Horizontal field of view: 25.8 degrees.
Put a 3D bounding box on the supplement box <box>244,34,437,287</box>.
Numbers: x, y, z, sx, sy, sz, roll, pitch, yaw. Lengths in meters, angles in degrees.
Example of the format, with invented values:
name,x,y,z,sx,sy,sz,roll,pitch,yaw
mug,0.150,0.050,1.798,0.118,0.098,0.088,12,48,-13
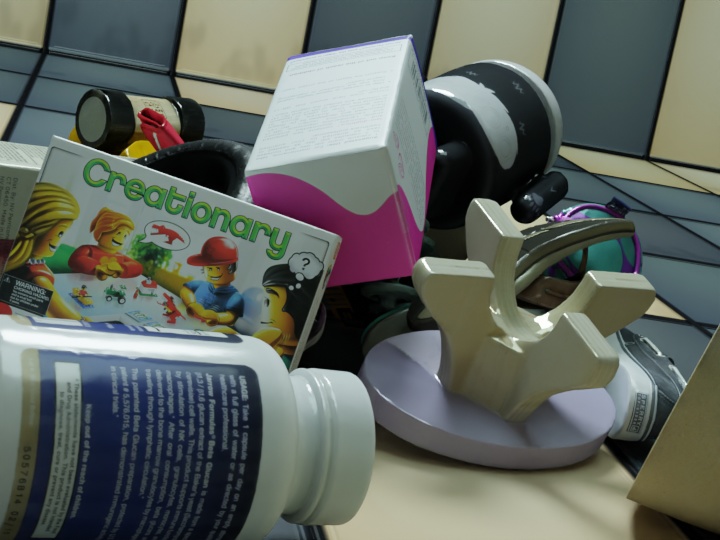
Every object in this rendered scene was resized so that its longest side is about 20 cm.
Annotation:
name,x,y,z,sx,sy,sz,roll,pitch,yaw
supplement box,-0.008,-0.080,1.127,0.103,0.101,0.200,-9,28,11

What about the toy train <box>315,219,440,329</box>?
name,x,y,z,sx,sy,sz,roll,pitch,yaw
toy train,0.000,0.000,1.262,0.114,0.085,0.200,6,-14,10

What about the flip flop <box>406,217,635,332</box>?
name,x,y,z,sx,sy,sz,roll,pitch,yaw
flip flop,0.125,0.011,1.193,0.200,0.058,0.081,-31,15,-26

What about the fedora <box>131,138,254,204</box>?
name,x,y,z,sx,sy,sz,roll,pitch,yaw
fedora,-0.141,-0.006,1.141,0.200,0.092,0.201,-16,34,11

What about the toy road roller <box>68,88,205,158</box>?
name,x,y,z,sx,sy,sz,roll,pitch,yaw
toy road roller,-0.208,-0.069,1.501,0.123,0.146,0.200,-1,54,-47

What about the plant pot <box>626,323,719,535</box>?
name,x,y,z,sx,sy,sz,roll,pitch,yaw
plant pot,0.296,0.107,0.966,0.200,0.187,0.187,29,16,14

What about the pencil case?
name,x,y,z,sx,sy,sz,roll,pitch,yaw
pencil case,0.161,0.002,1.345,0.092,0.085,0.200,43,-23,-5

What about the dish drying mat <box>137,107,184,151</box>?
name,x,y,z,sx,sy,sz,roll,pitch,yaw
dish drying mat,-0.121,-0.049,1.327,0.018,0.200,0.077,-39,25,-12

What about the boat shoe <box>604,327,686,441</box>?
name,x,y,z,sx,sy,sz,roll,pitch,yaw
boat shoe,0.209,0.082,1.207,0.068,0.072,0.200,11,11,-9

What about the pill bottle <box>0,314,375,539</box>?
name,x,y,z,sx,sy,sz,roll,pitch,yaw
pill bottle,-0.099,0.085,0.795,0.200,0.111,0.111,6,12,-24

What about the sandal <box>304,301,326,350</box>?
name,x,y,z,sx,sy,sz,roll,pitch,yaw
sandal,-0.056,0.047,1.165,0.050,0.082,0.203,53,5,-9

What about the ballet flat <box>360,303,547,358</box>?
name,x,y,z,sx,sy,sz,roll,pitch,yaw
ballet flat,0.089,0.059,1.236,0.200,0.067,0.064,-3,44,-44

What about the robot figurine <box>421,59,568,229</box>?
name,x,y,z,sx,sy,sz,roll,pitch,yaw
robot figurine,0.087,-0.105,1.325,0.125,0.150,0.200,-15,10,38

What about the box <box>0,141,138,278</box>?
name,x,y,z,sx,sy,sz,roll,pitch,yaw
box,-0.246,-0.037,1.253,0.200,0.109,0.128,6,10,-24

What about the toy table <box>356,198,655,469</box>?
name,x,y,z,sx,sy,sz,roll,pitch,yaw
toy table,0.104,0.048,1.063,0.200,0.117,0.184,-4,38,-39

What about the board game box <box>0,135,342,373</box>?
name,x,y,z,sx,sy,sz,roll,pitch,yaw
board game box,-0.127,0.004,1.024,0.200,0.126,0.035,19,-2,4

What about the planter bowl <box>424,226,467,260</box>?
name,x,y,z,sx,sy,sz,roll,pitch,yaw
planter bowl,0.024,-0.053,1.461,0.200,0.135,0.200,12,30,-7
